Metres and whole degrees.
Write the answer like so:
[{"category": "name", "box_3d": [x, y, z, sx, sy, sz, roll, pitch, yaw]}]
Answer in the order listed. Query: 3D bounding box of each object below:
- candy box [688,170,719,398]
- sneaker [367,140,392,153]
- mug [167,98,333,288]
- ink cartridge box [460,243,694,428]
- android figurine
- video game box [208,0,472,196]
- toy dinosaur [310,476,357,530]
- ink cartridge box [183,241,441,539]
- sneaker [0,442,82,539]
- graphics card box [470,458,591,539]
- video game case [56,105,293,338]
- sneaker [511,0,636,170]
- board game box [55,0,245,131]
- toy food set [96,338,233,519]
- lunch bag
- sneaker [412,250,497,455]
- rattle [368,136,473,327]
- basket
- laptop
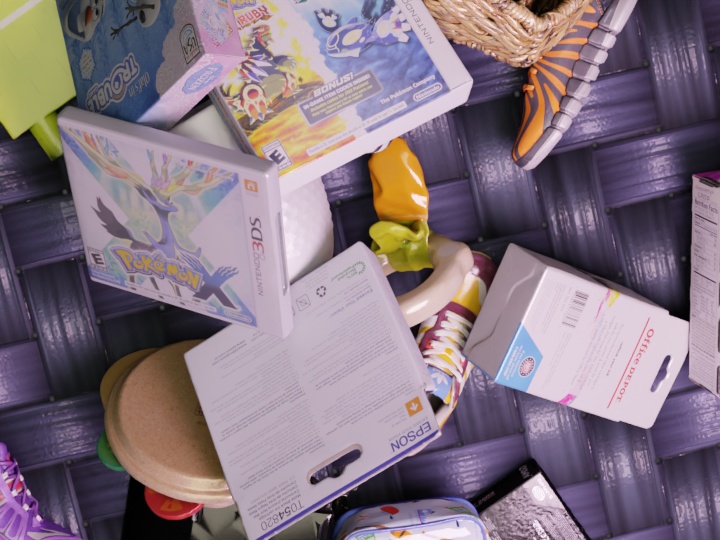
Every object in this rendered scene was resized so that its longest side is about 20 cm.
[{"category": "candy box", "box_3d": [0.375, 0.005, 1.476, 0.135, 0.061, 0.202, -8, 109, -18]}, {"category": "sneaker", "box_3d": [-0.025, -0.201, 1.454, 0.115, 0.075, 0.202, -6, 72, 36]}, {"category": "mug", "box_3d": [-0.124, -0.057, 1.447, 0.199, 0.148, 0.176, -23, 102, 34]}, {"category": "ink cartridge box", "box_3d": [0.205, 0.064, 1.484, 0.199, 0.068, 0.116, 19, 100, -32]}, {"category": "android figurine", "box_3d": [-0.301, -0.206, 1.456, 0.181, 0.041, 0.201, -35, 100, 4]}, {"category": "video game box", "box_3d": [-0.034, -0.183, 1.351, 0.199, 0.047, 0.183, -28, 73, -15]}, {"category": "toy dinosaur", "box_3d": [-0.083, 0.210, 1.513, 0.135, 0.102, 0.201, 29, 119, 10]}, {"category": "ink cartridge box", "box_3d": [-0.038, 0.108, 1.362, 0.199, 0.041, 0.201, -31, 58, 14]}, {"category": "sneaker", "box_3d": [-0.340, 0.212, 1.510, 0.199, 0.081, 0.084, 37, 91, -7]}, {"category": "graphics card box", "box_3d": [0.124, 0.290, 1.550, 0.199, 0.051, 0.126, -36, 99, 6]}, {"category": "video game case", "box_3d": [-0.153, -0.038, 1.340, 0.198, 0.022, 0.183, 16, 136, 20]}, {"category": "sneaker", "box_3d": [0.162, -0.199, 1.463, 0.111, 0.078, 0.201, 28, 87, -2]}, {"category": "board game box", "box_3d": [-0.183, -0.218, 1.325, 0.043, 0.200, 0.201, -3, 69, -39]}, {"category": "toy food set", "box_3d": [-0.140, 0.140, 1.458, 0.198, 0.199, 0.049, 0, 134, -10]}, {"category": "lunch bag", "box_3d": [0.055, 0.315, 1.488, 0.159, 0.076, 0.202, -7, 101, -10]}, {"category": "sneaker", "box_3d": [0.079, 0.080, 1.492, 0.074, 0.090, 0.202, 21, 99, -5]}, {"category": "rattle", "box_3d": [0.000, 0.000, 1.421, 0.199, 0.130, 0.144, -36, 138, -24]}, {"category": "basket", "box_3d": [0.148, -0.293, 1.357, 0.142, 0.149, 0.201, 26, 70, 8]}, {"category": "laptop", "box_3d": [-0.134, 0.283, 1.503, 0.198, 0.116, 0.189, 9, 100, -1]}]
